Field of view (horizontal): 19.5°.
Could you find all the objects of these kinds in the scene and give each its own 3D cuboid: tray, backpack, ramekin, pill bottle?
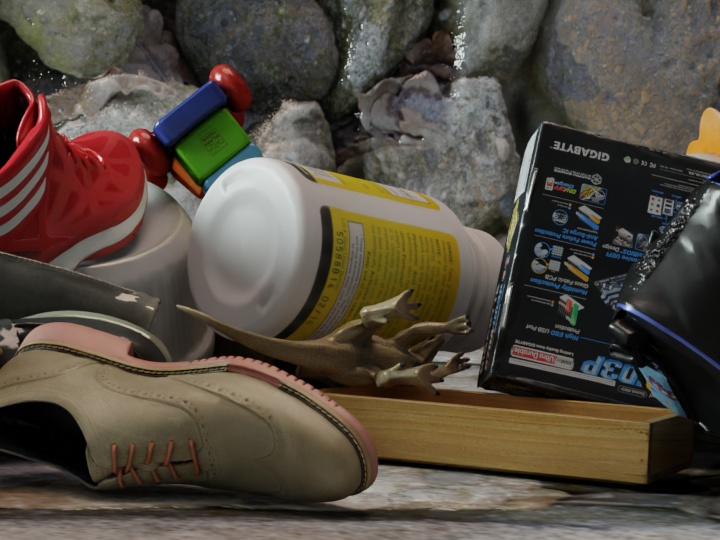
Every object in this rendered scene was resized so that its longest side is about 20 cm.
[{"bbox_3d":[0.076,0.090,1.163,0.199,0.037,0.099,5,2,23],"label":"tray"},{"bbox_3d":[0.223,0.036,1.075,0.182,0.135,0.200,33,-2,8],"label":"backpack"},{"bbox_3d":[-0.190,0.006,1.318,0.201,0.095,0.203,4,26,-2],"label":"ramekin"},{"bbox_3d":[0.000,0.000,1.296,0.199,0.112,0.111,11,-4,-43],"label":"pill bottle"}]

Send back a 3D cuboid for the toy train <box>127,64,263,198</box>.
[{"bbox_3d":[-0.093,-0.056,1.414,0.085,0.116,0.200,-38,-1,-10],"label":"toy train"}]

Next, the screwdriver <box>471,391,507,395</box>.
[{"bbox_3d":[0.020,0.087,1.311,0.198,0.028,0.029,2,31,0],"label":"screwdriver"}]

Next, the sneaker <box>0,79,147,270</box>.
[{"bbox_3d":[-0.175,-0.067,1.228,0.078,0.116,0.200,10,29,9],"label":"sneaker"}]

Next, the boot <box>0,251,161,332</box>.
[{"bbox_3d":[-0.228,0.046,1.154,0.199,0.182,0.073,20,41,-16],"label":"boot"}]

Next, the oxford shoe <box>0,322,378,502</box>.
[{"bbox_3d":[-0.089,0.082,0.972,0.199,0.071,0.074,9,35,25],"label":"oxford shoe"}]

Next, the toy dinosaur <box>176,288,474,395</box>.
[{"bbox_3d":[-0.003,0.049,1.187,0.101,0.059,0.199,-16,-18,41],"label":"toy dinosaur"}]

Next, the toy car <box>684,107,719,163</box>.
[{"bbox_3d":[0.207,-0.003,1.340,0.183,0.201,0.177,12,0,-13],"label":"toy car"}]

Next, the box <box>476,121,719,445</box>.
[{"bbox_3d":[0.182,0.013,1.234,0.199,0.160,0.046,13,-14,-2],"label":"box"}]

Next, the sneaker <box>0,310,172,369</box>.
[{"bbox_3d":[-0.197,0.067,1.055,0.198,0.075,0.106,-3,9,3],"label":"sneaker"}]

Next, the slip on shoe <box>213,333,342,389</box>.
[{"bbox_3d":[-0.051,0.051,1.392,0.199,0.076,0.061,24,28,19],"label":"slip on shoe"}]
